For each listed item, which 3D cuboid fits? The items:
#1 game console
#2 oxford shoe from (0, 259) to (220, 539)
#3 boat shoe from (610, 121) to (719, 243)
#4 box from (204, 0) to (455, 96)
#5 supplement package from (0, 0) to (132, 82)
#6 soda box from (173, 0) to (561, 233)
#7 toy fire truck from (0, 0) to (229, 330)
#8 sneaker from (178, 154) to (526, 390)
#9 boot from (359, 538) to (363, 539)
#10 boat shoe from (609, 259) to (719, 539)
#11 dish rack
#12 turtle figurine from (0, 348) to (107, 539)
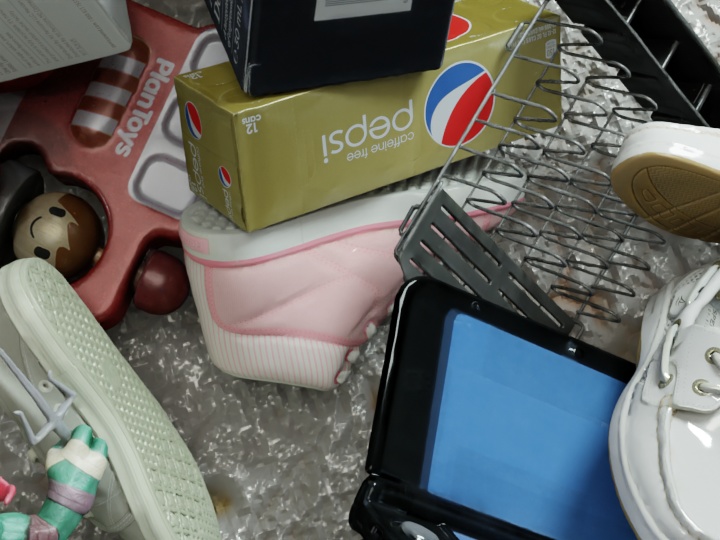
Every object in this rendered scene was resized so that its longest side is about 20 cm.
[{"bbox_3d":[0.107,0.103,0.674,0.198,0.176,0.118,22,95,-20],"label":"game console"},{"bbox_3d":[-0.132,0.087,0.744,0.057,0.075,0.201,-29,108,11],"label":"oxford shoe"},{"bbox_3d":[0.209,-0.052,0.770,0.198,0.071,0.070,13,70,-31],"label":"boat shoe"},{"bbox_3d":[-0.030,-0.211,0.720,0.106,0.150,0.201,-9,48,-17],"label":"box"},{"bbox_3d":[-0.222,-0.156,0.700,0.197,0.117,0.119,-12,71,9],"label":"supplement package"},{"bbox_3d":[0.008,-0.087,0.769,0.198,0.065,0.068,-21,32,-26],"label":"soda box"},{"bbox_3d":[-0.151,-0.057,0.789,0.166,0.112,0.202,22,79,8],"label":"toy fire truck"},{"bbox_3d":[0.000,0.000,0.797,0.198,0.075,0.106,-15,115,-25],"label":"sneaker"},{"bbox_3d":[-0.027,0.247,0.731,0.199,0.073,0.151,-36,77,-13],"label":"boot"},{"bbox_3d":[0.164,0.055,0.689,0.070,0.069,0.201,31,38,-11],"label":"boat shoe"},{"bbox_3d":[0.108,-0.041,0.766,0.153,0.054,0.201,40,76,-35],"label":"dish rack"},{"bbox_3d":[-0.183,0.138,0.673,0.148,0.101,0.202,-11,113,8],"label":"turtle figurine"}]
